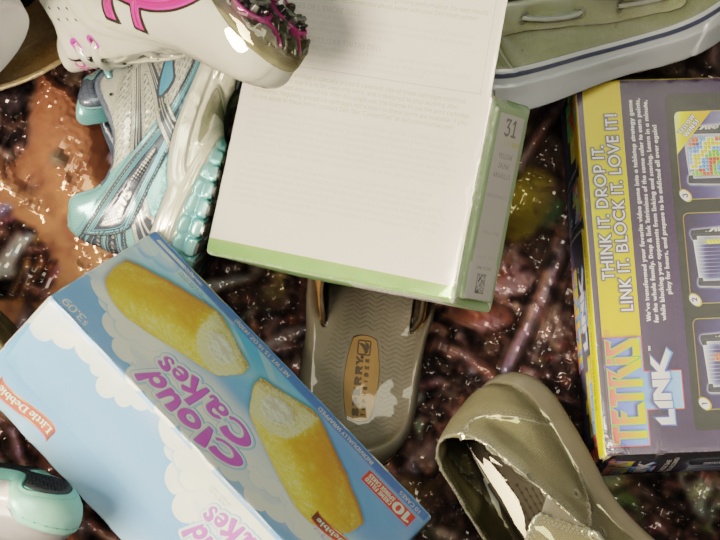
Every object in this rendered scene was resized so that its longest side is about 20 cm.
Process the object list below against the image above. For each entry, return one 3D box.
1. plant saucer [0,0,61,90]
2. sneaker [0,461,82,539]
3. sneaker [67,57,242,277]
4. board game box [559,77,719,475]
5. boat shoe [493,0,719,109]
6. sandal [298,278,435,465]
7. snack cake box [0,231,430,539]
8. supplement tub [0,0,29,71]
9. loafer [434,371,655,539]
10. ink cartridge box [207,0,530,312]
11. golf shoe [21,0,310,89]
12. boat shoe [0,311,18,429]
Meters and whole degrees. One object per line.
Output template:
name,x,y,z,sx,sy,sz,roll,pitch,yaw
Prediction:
plant saucer,-0.214,-0.180,1.297,0.200,0.035,0.200,1,75,-5
sneaker,-0.216,0.155,1.164,0.200,0.078,0.140,1,82,37
sneaker,-0.100,-0.100,1.267,0.086,0.078,0.200,11,74,1
board game box,0.193,0.002,1.276,0.165,0.057,0.200,-1,75,-4
boat shoe,0.131,-0.140,1.273,0.200,0.062,0.072,-27,45,-33
sandal,0.000,0.000,1.259,0.082,0.055,0.200,6,75,-4
snack cake box,-0.073,0.087,1.187,0.200,0.115,0.067,46,116,3
supplement tub,-0.265,-0.169,1.204,0.132,0.132,0.200,-33,80,-13
loafer,0.099,0.144,1.214,0.068,0.076,0.200,-19,66,-38
ink cartridge box,0.011,-0.091,1.205,0.145,0.048,0.200,11,89,31
golf shoe,-0.103,-0.128,1.213,0.200,0.073,0.092,36,103,37
boat shoe,-0.236,0.018,1.229,0.200,0.072,0.068,38,92,3
